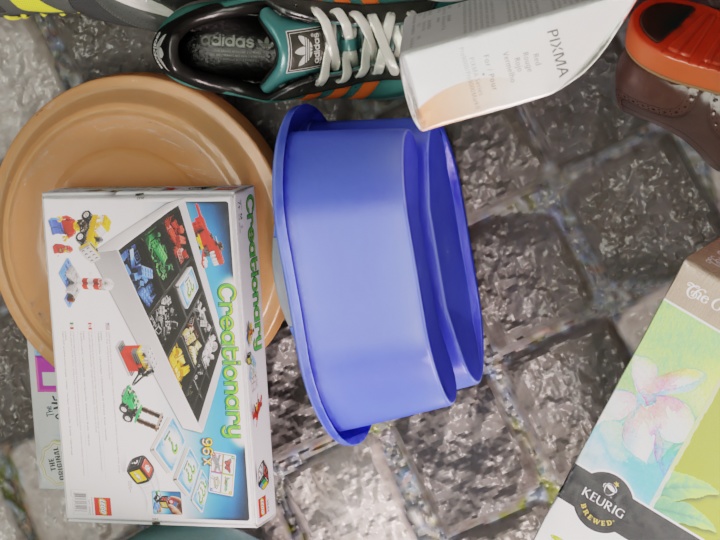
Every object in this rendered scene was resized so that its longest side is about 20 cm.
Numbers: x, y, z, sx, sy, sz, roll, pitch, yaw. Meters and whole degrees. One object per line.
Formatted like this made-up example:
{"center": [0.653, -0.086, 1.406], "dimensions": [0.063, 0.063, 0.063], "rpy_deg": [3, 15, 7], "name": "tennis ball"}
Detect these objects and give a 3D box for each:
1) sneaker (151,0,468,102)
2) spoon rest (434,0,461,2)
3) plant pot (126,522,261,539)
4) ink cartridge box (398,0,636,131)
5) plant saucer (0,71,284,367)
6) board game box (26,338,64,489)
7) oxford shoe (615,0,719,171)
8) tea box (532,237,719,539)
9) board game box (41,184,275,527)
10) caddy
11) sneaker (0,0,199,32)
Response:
{"center": [-0.021, -0.127, 1.678], "dimensions": [0.200, 0.080, 0.071], "rpy_deg": [-4, 101, 3], "name": "sneaker"}
{"center": [0.031, -0.206, 1.592], "dimensions": [0.099, 0.200, 0.061], "rpy_deg": [-48, 45, 18], "name": "spoon rest"}
{"center": [-0.098, 0.227, 1.744], "dimensions": [0.200, 0.200, 0.135], "rpy_deg": [18, 69, 17], "name": "plant pot"}
{"center": [0.121, -0.132, 1.579], "dimensions": [0.200, 0.162, 0.050], "rpy_deg": [-12, 102, 5], "name": "ink cartridge box"}
{"center": [-0.134, -0.018, 1.745], "dimensions": [0.200, 0.032, 0.201], "rpy_deg": [3, 100, 19], "name": "plant saucer"}
{"center": [-0.139, 0.036, 1.791], "dimensions": [0.134, 0.034, 0.200], "rpy_deg": [-1, 99, 21], "name": "board game box"}
{"center": [0.238, -0.084, 1.627], "dimensions": [0.200, 0.071, 0.073], "rpy_deg": [26, 135, 12], "name": "oxford shoe"}
{"center": [0.211, 0.090, 1.583], "dimensions": [0.134, 0.200, 0.197], "rpy_deg": [30, 108, 14], "name": "tea box"}
{"center": [-0.119, 0.050, 1.715], "dimensions": [0.126, 0.035, 0.200], "rpy_deg": [0, 100, 21], "name": "board game box"}
{"center": [0.000, 0.000, 1.678], "dimensions": [0.105, 0.141, 0.200], "rpy_deg": [-8, 96, 16], "name": "caddy"}
{"center": [-0.188, -0.186, 1.762], "dimensions": [0.200, 0.074, 0.085], "rpy_deg": [26, 132, 9], "name": "sneaker"}
